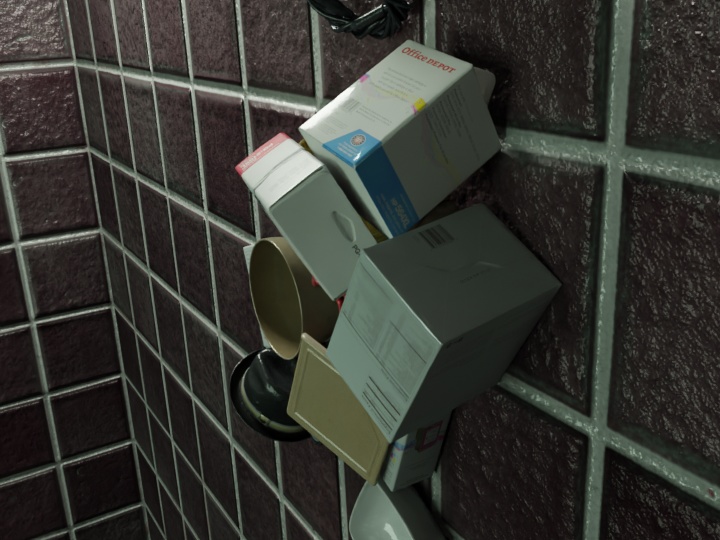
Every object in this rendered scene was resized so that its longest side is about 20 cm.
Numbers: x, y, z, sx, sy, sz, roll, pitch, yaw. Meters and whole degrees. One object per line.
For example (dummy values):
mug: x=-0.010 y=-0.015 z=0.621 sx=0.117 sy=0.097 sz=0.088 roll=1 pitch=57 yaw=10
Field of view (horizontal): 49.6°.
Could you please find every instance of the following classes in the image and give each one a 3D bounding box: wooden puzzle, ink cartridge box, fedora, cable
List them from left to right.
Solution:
fedora: x=-0.136 y=0.205 z=1.402 sx=0.201 sy=0.200 sz=0.092 roll=60 pitch=150 yaw=28
ink cartridge box: x=-0.139 y=0.042 z=1.448 sx=0.145 sy=0.083 sz=0.201 roll=-7 pitch=95 yaw=62
ink cartridge box: x=-0.065 y=-0.072 z=0.953 sx=0.145 sy=0.084 sz=0.200 roll=55 pitch=176 yaw=-28
wooden puzzle: x=-0.026 y=0.204 z=1.152 sx=0.185 sy=0.037 sz=0.201 roll=35 pitch=137 yaw=24
cable: x=-0.018 y=-0.360 z=1.017 sx=0.199 sy=0.051 sz=0.163 roll=27 pitch=163 yaw=25
ink cartridge box: x=0.058 y=0.202 z=1.163 sx=0.145 sy=0.084 sz=0.201 roll=48 pitch=139 yaw=41
ink cartridge box: x=0.058 y=-0.161 z=0.903 sx=0.129 sy=0.200 sz=0.125 roll=41 pitch=167 yaw=46

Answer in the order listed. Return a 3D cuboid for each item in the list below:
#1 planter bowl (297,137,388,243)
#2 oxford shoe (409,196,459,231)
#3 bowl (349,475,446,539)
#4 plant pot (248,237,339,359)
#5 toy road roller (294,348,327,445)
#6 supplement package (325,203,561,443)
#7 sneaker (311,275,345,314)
planter bowl: x=-0.004 y=-0.120 z=1.096 sx=0.084 sy=0.199 sz=0.201 roll=-65 pitch=-22 yaw=-63
oxford shoe: x=0.084 y=-0.018 z=1.042 sx=0.075 sy=0.070 sz=0.200 roll=52 pitch=150 yaw=20
bowl: x=0.070 y=0.440 z=1.253 sx=0.200 sy=0.074 sz=0.200 roll=56 pitch=145 yaw=34
plant pot: x=-0.084 y=0.033 z=1.295 sx=0.200 sy=0.134 sz=0.201 roll=34 pitch=131 yaw=51
toy road roller: x=-0.042 y=0.177 z=1.290 sx=0.146 sy=0.122 sz=0.201 roll=50 pitch=141 yaw=40
supplement package: x=0.090 y=0.060 z=0.921 sx=0.147 sy=0.191 sz=0.200 roll=50 pitch=143 yaw=26
sneaker: x=0.012 y=0.044 z=1.070 sx=0.200 sy=0.087 sz=0.074 roll=42 pitch=158 yaw=-14
